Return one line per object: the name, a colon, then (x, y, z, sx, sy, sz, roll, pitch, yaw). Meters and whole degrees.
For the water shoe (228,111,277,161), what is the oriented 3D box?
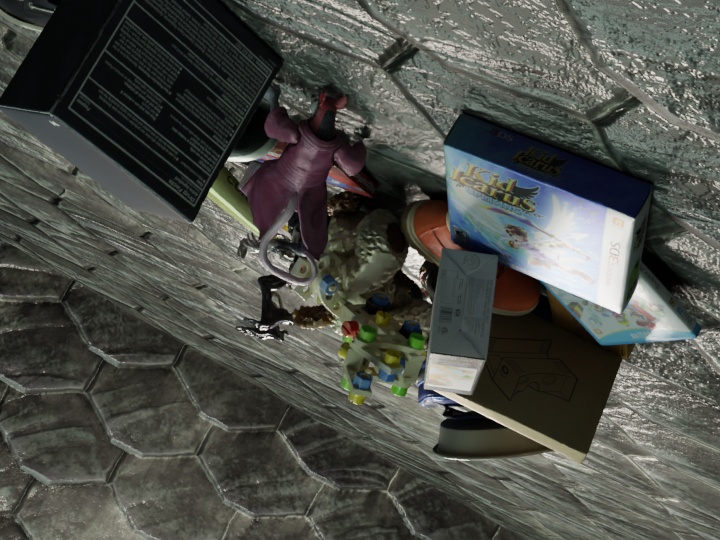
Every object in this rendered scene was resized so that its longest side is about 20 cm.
water shoe: (-0.189, -0.186, 1.583, 0.200, 0.072, 0.079, 22, 160, 15)

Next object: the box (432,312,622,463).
box: (0.197, 0.121, 1.628, 0.200, 0.164, 0.021, 26, 139, 4)

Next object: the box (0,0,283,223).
box: (-0.219, -0.186, 1.377, 0.123, 0.199, 0.200, 12, 158, 47)

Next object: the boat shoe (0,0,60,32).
boat shoe: (-0.334, -0.297, 1.533, 0.200, 0.073, 0.063, 28, 124, 20)

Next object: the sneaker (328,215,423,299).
sneaker: (-0.002, 0.011, 1.819, 0.200, 0.076, 0.088, 45, 162, 20)

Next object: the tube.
tube: (-0.176, -0.105, 1.814, 0.200, 0.058, 0.052, 45, 138, -16)

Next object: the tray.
tray: (0.270, 0.042, 1.606, 0.098, 0.037, 0.200, 22, 164, 19)

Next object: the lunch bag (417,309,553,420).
lunch bag: (0.156, 0.123, 1.752, 0.199, 0.133, 0.136, -1, 170, -4)

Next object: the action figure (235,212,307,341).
action figure: (-0.104, -0.019, 1.723, 0.102, 0.200, 0.119, 17, 164, -4)

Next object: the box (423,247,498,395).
box: (0.106, 0.059, 1.494, 0.060, 0.117, 0.200, 7, 164, 2)

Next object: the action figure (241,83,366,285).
action figure: (-0.068, -0.110, 1.468, 0.134, 0.149, 0.200, 20, 134, -5)

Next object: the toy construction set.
toy construction set: (-0.001, 0.067, 1.527, 0.131, 0.092, 0.200, -1, -137, -39)

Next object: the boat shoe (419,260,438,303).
boat shoe: (0.116, 0.015, 1.751, 0.063, 0.074, 0.201, 57, 180, 13)

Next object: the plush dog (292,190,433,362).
plush dog: (0.000, 0.000, 1.680, 0.160, 0.172, 0.200, -16, 123, 13)

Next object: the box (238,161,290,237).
box: (-0.106, -0.087, 1.804, 0.039, 0.042, 0.200, 22, 169, 19)

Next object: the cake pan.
cake pan: (0.189, 0.205, 1.773, 0.200, 0.037, 0.200, -8, -177, 0)

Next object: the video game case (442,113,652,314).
video game case: (0.180, -0.053, 1.356, 0.200, 0.046, 0.181, 23, 154, 19)

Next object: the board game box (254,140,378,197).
board game box: (-0.084, -0.136, 1.642, 0.200, 0.019, 0.103, 19, 170, 31)

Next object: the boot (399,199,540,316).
boot: (0.147, -0.012, 1.577, 0.200, 0.075, 0.107, 35, 159, -24)

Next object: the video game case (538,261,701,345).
video game case: (0.250, 0.009, 1.463, 0.200, 0.018, 0.143, 44, 152, -23)
